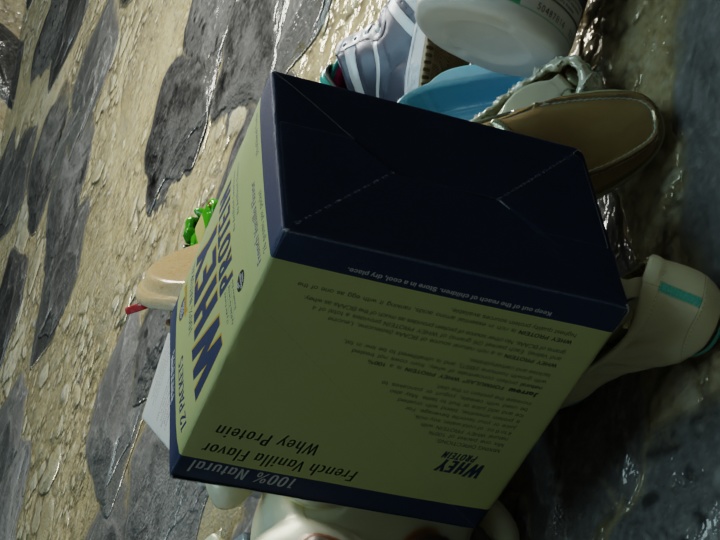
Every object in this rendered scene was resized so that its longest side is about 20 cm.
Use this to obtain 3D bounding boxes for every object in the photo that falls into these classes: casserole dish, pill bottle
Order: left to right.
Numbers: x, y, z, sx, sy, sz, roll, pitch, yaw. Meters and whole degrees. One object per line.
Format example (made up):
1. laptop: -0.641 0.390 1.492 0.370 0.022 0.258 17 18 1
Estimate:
1. casserole dish: 0.080 -0.057 1.073 0.039 0.121 0.201 65 -159 -53
2. pill bottle: 0.121 -0.247 1.068 0.113 0.113 0.201 -4 63 66

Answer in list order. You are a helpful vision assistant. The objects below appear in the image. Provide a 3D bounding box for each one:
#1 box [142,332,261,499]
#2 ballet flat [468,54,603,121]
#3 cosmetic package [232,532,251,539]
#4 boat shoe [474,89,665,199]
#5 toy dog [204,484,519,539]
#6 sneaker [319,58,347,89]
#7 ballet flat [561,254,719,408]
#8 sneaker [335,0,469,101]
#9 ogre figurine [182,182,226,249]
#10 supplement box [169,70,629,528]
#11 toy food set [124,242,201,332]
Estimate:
1. box: -0.071 0.112 1.232 0.200 0.152 0.107 25 97 66
2. ballet flat: 0.078 -0.077 1.009 0.200 0.072 0.072 -40 24 -4
3. cosmetic package: -0.106 0.303 1.283 0.200 0.081 0.113 -38 42 53
4. boat shoe: 0.093 -0.067 0.933 0.076 0.199 0.072 75 175 -76
5. toy dog: -0.013 0.181 0.959 0.200 0.193 0.140 -47 -18 -56
6. sneaker: -0.020 -0.142 1.368 0.200 0.083 0.121 46 123 55
7. ballet flat: 0.136 0.037 0.920 0.200 0.069 0.070 -34 45 57
8. sneaker: 0.044 -0.217 1.261 0.108 0.070 0.201 7 84 48
9. ogre figurine: -0.077 -0.041 1.391 0.200 0.120 0.098 -48 38 49
10. supplement box: 0.011 0.024 0.879 0.135 0.199 0.200 -97 26 -46
11. toy food set: -0.088 0.008 1.226 0.200 0.197 0.049 -157 56 -65
